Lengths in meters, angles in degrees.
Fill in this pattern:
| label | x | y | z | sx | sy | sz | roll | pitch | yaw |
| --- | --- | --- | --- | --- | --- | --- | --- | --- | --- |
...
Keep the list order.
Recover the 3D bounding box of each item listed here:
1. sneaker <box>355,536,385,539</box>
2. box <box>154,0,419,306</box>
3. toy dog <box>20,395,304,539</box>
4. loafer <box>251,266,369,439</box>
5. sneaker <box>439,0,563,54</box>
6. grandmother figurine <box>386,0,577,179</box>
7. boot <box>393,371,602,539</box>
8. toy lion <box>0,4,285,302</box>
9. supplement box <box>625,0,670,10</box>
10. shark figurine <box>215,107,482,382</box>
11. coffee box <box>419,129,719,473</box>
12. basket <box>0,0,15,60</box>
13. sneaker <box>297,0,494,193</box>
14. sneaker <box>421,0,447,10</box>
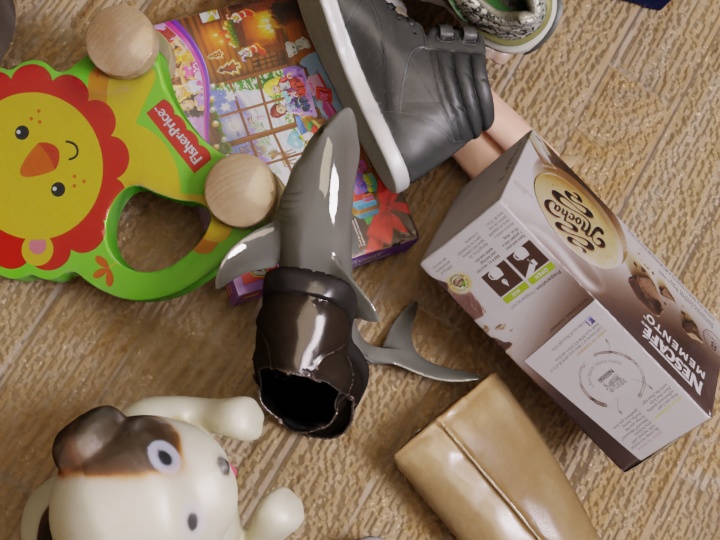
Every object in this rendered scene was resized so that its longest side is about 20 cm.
| label | x | y | z | sx | sy | sz | roll | pitch | yaw |
| --- | --- | --- | --- | --- | --- | --- | --- | --- | --- |
| sneaker | 0.002 | 0.268 | 0.883 | 0.071 | 0.072 | 0.201 | 12 | 72 | -8 |
| box | -0.057 | -0.090 | 0.978 | 0.136 | 0.039 | 0.201 | -18 | 81 | -16 |
| toy dog | -0.133 | 0.136 | 0.817 | 0.193 | 0.200 | 0.140 | -8 | 77 | -15 |
| loafer | -0.039 | 0.067 | 0.860 | 0.073 | 0.200 | 0.072 | 10 | 65 | 9 |
| sneaker | 0.051 | -0.220 | 0.941 | 0.199 | 0.089 | 0.077 | 31 | 95 | -1 |
| grandmother figurine | 0.065 | -0.128 | 1.009 | 0.200 | 0.061 | 0.121 | 43 | 62 | -3 |
| boot | 0.087 | 0.196 | 0.929 | 0.175 | 0.066 | 0.200 | -36 | 87 | -31 |
| toy lion | -0.175 | -0.059 | 0.914 | 0.191 | 0.069 | 0.200 | -40 | 83 | 1 |
| supplement box | 0.208 | -0.319 | 1.064 | 0.108 | 0.110 | 0.201 | 11 | 74 | -10 |
| shark figurine | -0.003 | 0.021 | 0.890 | 0.128 | 0.089 | 0.215 | -42 | 131 | -20 |
| coffee box | 0.146 | 0.020 | 0.937 | 0.200 | 0.080 | 0.113 | 45 | 33 | -8 |
| basket | -0.307 | -0.198 | 0.849 | 0.136 | 0.200 | 0.181 | 33 | 75 | 30 |
| sneaker | 0.024 | -0.162 | 0.954 | 0.099 | 0.071 | 0.201 | -24 | 89 | -9 |
| sneaker | 0.080 | -0.271 | 1.037 | 0.129 | 0.079 | 0.200 | 11 | 74 | -10 |
